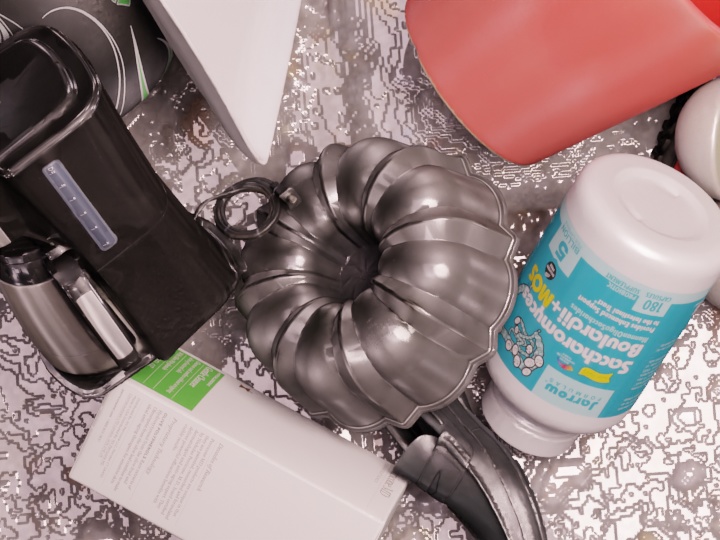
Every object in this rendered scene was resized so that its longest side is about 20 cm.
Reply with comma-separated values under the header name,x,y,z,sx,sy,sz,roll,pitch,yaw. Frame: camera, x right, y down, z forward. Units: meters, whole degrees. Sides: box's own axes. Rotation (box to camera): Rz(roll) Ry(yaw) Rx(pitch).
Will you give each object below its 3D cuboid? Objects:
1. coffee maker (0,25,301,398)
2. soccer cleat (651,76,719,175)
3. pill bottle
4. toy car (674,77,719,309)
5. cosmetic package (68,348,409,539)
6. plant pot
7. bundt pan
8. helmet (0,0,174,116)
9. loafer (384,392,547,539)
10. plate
name,x,y,z,sx,sy,sz,roll,pitch,yaw
coffee maker,-0.168,-0.053,1.512,0.134,0.200,0.192,19,62,39
soccer cleat,0.265,-0.124,1.649,0.073,0.068,0.200,32,84,-3
pill bottle,0.151,0.030,1.573,0.111,0.111,0.200,30,126,4
toy car,0.312,-0.060,1.594,0.175,0.150,0.201,8,125,30
cosmetic package,-0.077,0.136,1.594,0.200,0.108,0.085,27,106,3
plant pot,0.140,-0.174,1.584,0.177,0.200,0.201,-36,84,24
bundt pan,0.000,0.000,1.583,0.201,0.076,0.203,-14,64,30
helmet,-0.212,-0.178,1.590,0.199,0.191,0.201,-13,53,18
loafer,0.054,0.124,1.604,0.070,0.068,0.201,-21,67,-26
plate,-0.098,-0.200,1.567,0.032,0.200,0.200,-9,47,21
